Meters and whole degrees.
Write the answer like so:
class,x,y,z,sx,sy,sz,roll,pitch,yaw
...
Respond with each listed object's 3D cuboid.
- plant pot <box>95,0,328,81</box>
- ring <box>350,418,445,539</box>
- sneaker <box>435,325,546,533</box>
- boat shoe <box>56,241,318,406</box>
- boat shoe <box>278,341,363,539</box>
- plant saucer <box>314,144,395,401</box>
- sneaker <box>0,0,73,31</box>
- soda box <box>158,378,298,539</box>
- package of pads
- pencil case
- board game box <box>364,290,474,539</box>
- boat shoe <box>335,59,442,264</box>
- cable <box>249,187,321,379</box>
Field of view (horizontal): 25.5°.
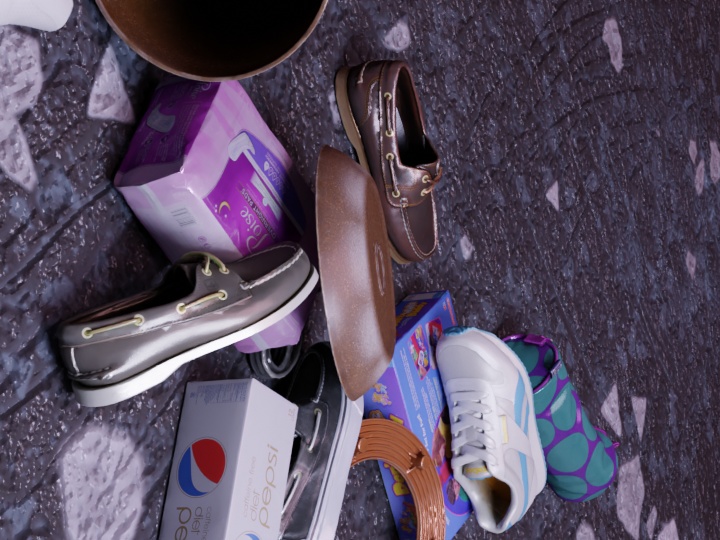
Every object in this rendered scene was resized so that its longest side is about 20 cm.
class,x,y,z,sx,sy,sz,roll,pitch,yaw
plant pot,-0.085,-0.256,1.186,0.200,0.185,0.188,-57,134,-66
ring,0.011,0.227,1.355,0.199,0.019,0.202,1,89,-47
sneaker,0.116,0.144,1.450,0.081,0.076,0.201,-48,124,-49
boat shoe,-0.117,0.024,1.107,0.201,0.072,0.061,-29,112,-27
boat shoe,-0.047,0.135,1.264,0.071,0.072,0.201,30,47,-30
plant saucer,0.000,0.000,1.243,0.200,0.036,0.202,-7,90,-83
sneaker,-0.260,-0.168,0.967,0.200,0.070,0.081,12,84,-52
soda box,-0.102,0.185,1.172,0.068,0.063,0.202,38,54,-51
package of pads,-0.097,-0.043,1.205,0.200,0.075,0.121,56,39,-39
pencil case,0.204,0.155,1.677,0.093,0.085,0.201,-48,131,-18
board game box,0.061,0.138,1.474,0.134,0.044,0.202,-39,119,-55
boat shoe,0.038,-0.096,1.452,0.070,0.070,0.201,-54,132,-50
cable,-0.037,0.003,1.322,0.200,0.050,0.098,-57,136,-49
